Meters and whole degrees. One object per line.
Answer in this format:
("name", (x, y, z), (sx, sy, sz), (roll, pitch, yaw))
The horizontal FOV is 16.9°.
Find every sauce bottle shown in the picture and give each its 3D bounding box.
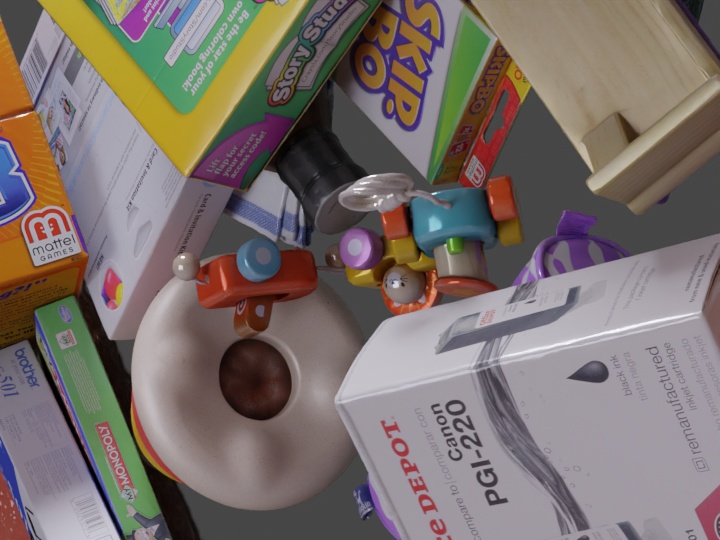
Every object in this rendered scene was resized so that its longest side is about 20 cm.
("sauce bottle", (-0.058, -0.103, 1.347), (0.200, 0.064, 0.065), (53, 131, 33))

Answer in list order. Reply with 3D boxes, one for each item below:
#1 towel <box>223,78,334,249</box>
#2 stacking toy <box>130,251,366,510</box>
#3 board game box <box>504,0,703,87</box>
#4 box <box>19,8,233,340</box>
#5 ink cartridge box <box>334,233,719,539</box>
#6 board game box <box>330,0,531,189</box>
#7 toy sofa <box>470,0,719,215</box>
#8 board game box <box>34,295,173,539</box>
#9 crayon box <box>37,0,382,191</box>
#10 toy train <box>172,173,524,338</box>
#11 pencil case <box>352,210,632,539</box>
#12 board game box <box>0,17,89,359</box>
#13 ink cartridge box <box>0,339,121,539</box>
("towel", (-0.061, -0.127, 1.415), (0.146, 0.024, 0.202), (28, 115, 43))
("stacking toy", (-0.091, 0.079, 1.430), (0.200, 0.145, 0.147), (-28, 76, 63))
("board game box", (0.093, -0.165, 1.236), (0.199, 0.028, 0.136), (33, 122, 39))
("box", (-0.147, -0.085, 1.474), (0.201, 0.041, 0.156), (62, 138, 34))
("ink cartridge box", (0.108, 0.080, 1.150), (0.199, 0.085, 0.146), (-14, 112, 31))
("board game box", (0.015, -0.134, 1.290), (0.200, 0.030, 0.096), (46, 129, 30))
("toy sofa", (0.105, -0.129, 1.159), (0.083, 0.097, 0.201), (-39, 71, 17))
("board game box", (-0.155, 0.129, 1.509), (0.135, 0.029, 0.201), (107, 142, -71))
("crayon box", (-0.068, -0.175, 1.292), (0.173, 0.058, 0.201), (48, 112, 31))
("toy train", (0.000, 0.000, 1.266), (0.200, 0.149, 0.056), (-23, 73, 56))
("pencil case", (0.078, 0.067, 1.261), (0.200, 0.083, 0.086), (-52, 37, 37))
("board game box", (-0.302, -0.035, 1.511), (0.200, 0.198, 0.201), (121, 129, -68))
("ink cartridge box", (-0.185, 0.148, 1.496), (0.094, 0.044, 0.201), (86, 159, -50))
